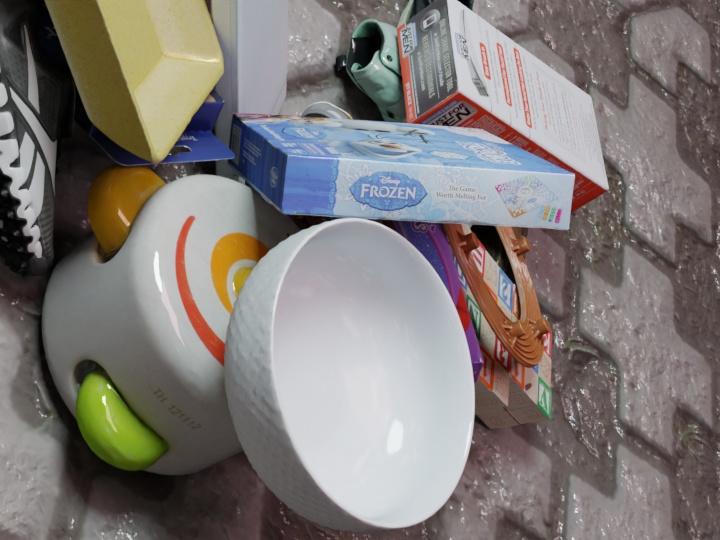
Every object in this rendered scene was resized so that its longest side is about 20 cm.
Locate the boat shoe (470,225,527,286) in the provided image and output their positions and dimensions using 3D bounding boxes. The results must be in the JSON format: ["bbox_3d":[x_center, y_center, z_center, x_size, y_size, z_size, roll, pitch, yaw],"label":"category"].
[{"bbox_3d":[0.111,-0.047,1.602,0.068,0.071,0.201,51,35,-41],"label":"boat shoe"}]

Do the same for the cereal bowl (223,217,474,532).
[{"bbox_3d":[-0.017,0.072,1.156,0.199,0.083,0.202,20,63,-45],"label":"cereal bowl"}]

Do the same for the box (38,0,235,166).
[{"bbox_3d":[-0.180,-0.144,1.269,0.200,0.033,0.121,44,29,27],"label":"box"}]

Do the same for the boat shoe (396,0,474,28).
[{"bbox_3d":[0.082,-0.271,1.693,0.074,0.066,0.200,41,43,-25],"label":"boat shoe"}]

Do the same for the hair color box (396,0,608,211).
[{"bbox_3d":[0.123,-0.137,1.549,0.199,0.064,0.112,30,42,-38],"label":"hair color box"}]

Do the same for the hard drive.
[{"bbox_3d":[-0.082,-0.176,1.372,0.026,0.201,0.132,12,46,9],"label":"hard drive"}]

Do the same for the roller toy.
[{"bbox_3d":[-0.111,0.033,1.233,0.182,0.139,0.202,10,61,-46],"label":"roller toy"}]

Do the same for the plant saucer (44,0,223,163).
[{"bbox_3d":[-0.160,-0.189,1.178,0.200,0.048,0.201,-68,144,-64],"label":"plant saucer"}]

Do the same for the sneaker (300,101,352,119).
[{"bbox_3d":[-0.028,-0.044,1.427,0.077,0.078,0.202,11,61,-39],"label":"sneaker"}]

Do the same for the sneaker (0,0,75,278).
[{"bbox_3d":[-0.218,-0.093,1.181,0.090,0.066,0.202,-31,124,-33],"label":"sneaker"}]

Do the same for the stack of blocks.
[{"bbox_3d":[0.091,0.058,1.468,0.200,0.058,0.116,46,41,-48],"label":"stack of blocks"}]

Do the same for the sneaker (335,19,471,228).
[{"bbox_3d":[0.036,-0.122,1.547,0.118,0.074,0.202,22,46,-44],"label":"sneaker"}]

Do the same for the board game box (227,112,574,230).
[{"bbox_3d":[0.022,-0.071,1.256,0.197,0.200,0.044,4,102,-16],"label":"board game box"}]

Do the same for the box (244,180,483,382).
[{"bbox_3d":[0.000,0.000,1.351,0.136,0.039,0.201,-10,64,-11],"label":"box"}]

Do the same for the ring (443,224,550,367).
[{"bbox_3d":[0.107,-0.019,1.440,0.201,0.019,0.201,55,20,-32],"label":"ring"}]
